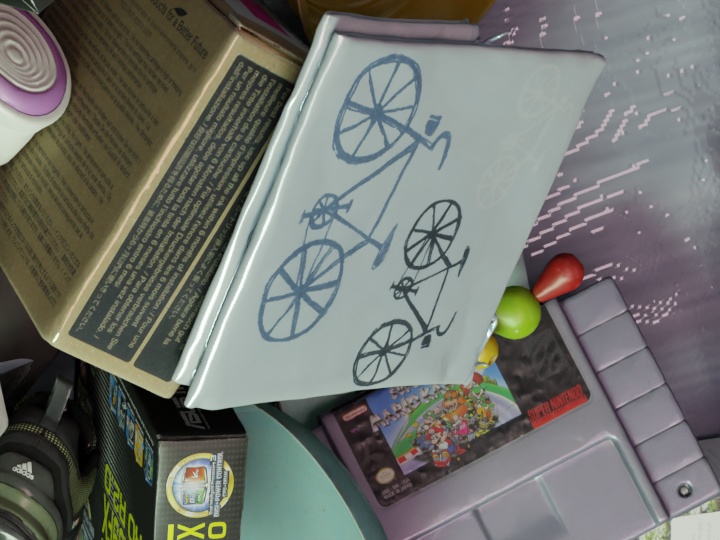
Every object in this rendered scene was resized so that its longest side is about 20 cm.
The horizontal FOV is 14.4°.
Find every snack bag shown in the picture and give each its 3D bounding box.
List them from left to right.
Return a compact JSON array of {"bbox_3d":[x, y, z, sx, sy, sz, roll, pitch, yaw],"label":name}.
[{"bbox_3d":[0.018,-0.027,1.275,0.199,0.021,0.190,-3,122,-48],"label":"snack bag"}]

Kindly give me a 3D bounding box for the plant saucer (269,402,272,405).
[{"bbox_3d":[-0.021,0.003,1.456,0.070,0.019,0.201,22,102,-22],"label":"plant saucer"}]

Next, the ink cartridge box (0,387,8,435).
[{"bbox_3d":[-0.270,0.034,1.283,0.199,0.067,0.117,0,116,18],"label":"ink cartridge box"}]

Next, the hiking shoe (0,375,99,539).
[{"bbox_3d":[-0.158,0.114,1.382,0.075,0.200,0.101,30,72,-2],"label":"hiking shoe"}]

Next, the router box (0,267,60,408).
[{"bbox_3d":[-0.254,0.044,1.385,0.157,0.052,0.200,37,97,-24],"label":"router box"}]

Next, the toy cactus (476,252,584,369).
[{"bbox_3d":[0.000,0.000,1.384,0.199,0.103,0.165,30,112,-36],"label":"toy cactus"}]

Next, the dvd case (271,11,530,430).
[{"bbox_3d":[0.008,-0.019,1.435,0.145,0.022,0.201,-16,113,-10],"label":"dvd case"}]

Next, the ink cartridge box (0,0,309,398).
[{"bbox_3d":[-0.101,-0.060,1.308,0.075,0.200,0.165,28,101,-29],"label":"ink cartridge box"}]

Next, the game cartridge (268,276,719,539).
[{"bbox_3d":[0.066,0.100,1.437,0.199,0.038,0.130,-27,88,-5],"label":"game cartridge"}]

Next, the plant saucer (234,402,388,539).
[{"bbox_3d":[-0.035,0.150,1.419,0.027,0.200,0.201,-23,117,-33],"label":"plant saucer"}]

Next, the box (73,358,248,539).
[{"bbox_3d":[-0.102,0.114,1.373,0.044,0.200,0.161,-1,111,-16],"label":"box"}]

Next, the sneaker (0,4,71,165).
[{"bbox_3d":[-0.224,-0.125,1.307,0.200,0.100,0.075,51,47,1],"label":"sneaker"}]

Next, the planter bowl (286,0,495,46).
[{"bbox_3d":[0.007,-0.195,1.334,0.200,0.083,0.201,-36,141,-37],"label":"planter bowl"}]

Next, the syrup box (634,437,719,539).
[{"bbox_3d":[0.127,0.148,1.515,0.198,0.081,0.079,-6,110,-11],"label":"syrup box"}]

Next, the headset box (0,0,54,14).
[{"bbox_3d":[-0.116,-0.230,1.211,0.200,0.075,0.149,-42,121,-18],"label":"headset box"}]
